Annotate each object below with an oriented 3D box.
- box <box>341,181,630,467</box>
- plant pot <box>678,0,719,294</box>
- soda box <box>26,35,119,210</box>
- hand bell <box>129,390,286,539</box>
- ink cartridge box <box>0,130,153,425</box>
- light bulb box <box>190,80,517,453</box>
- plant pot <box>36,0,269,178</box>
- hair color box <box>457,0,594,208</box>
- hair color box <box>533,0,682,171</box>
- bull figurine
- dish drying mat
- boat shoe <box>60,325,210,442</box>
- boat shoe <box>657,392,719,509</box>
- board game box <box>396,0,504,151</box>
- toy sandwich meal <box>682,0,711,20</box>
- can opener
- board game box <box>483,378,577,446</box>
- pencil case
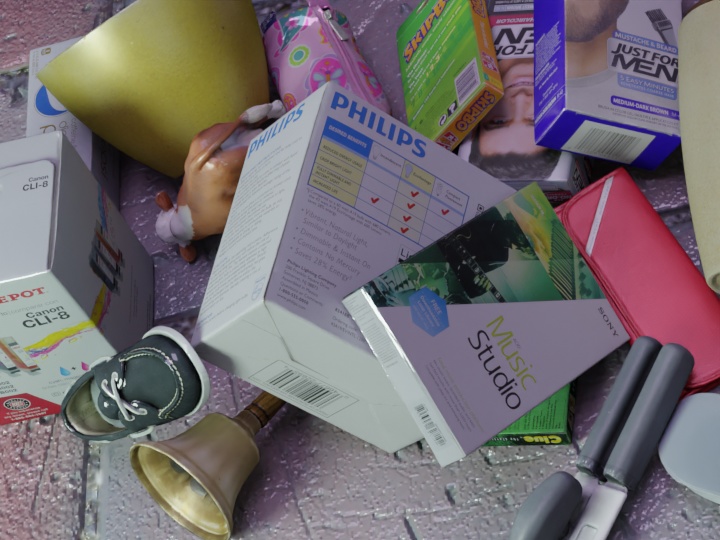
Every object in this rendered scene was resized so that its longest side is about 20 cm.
[{"bbox_3d":[0.097,0.037,1.551,0.200,0.144,0.036,-32,1,-39],"label":"box"},{"bbox_3d":[0.320,-0.079,1.577,0.187,0.187,0.200,3,72,24],"label":"plant pot"},{"bbox_3d":[-0.259,-0.115,1.888,0.068,0.064,0.200,-14,54,13],"label":"soda box"},{"bbox_3d":[-0.079,0.110,1.659,0.104,0.104,0.200,25,57,33],"label":"hand bell"},{"bbox_3d":[-0.274,0.008,1.720,0.145,0.200,0.145,-12,53,14],"label":"ink cartridge box"},{"bbox_3d":[0.000,0.000,1.601,0.125,0.198,0.200,-31,37,51],"label":"light bulb box"},{"bbox_3d":[-0.158,-0.166,1.812,0.200,0.200,0.142,-35,96,-4],"label":"plant pot"},{"bbox_3d":[0.147,-0.139,1.744,0.099,0.061,0.200,-1,58,21],"label":"hair color box"},{"bbox_3d":[0.201,-0.189,1.693,0.109,0.065,0.200,11,60,-17],"label":"hair color box"},{"bbox_3d":[-0.109,-0.077,1.749,0.121,0.200,0.065,-32,83,-18],"label":"bull figurine"},{"bbox_3d":[0.223,0.011,1.619,0.077,0.018,0.200,-30,59,-1],"label":"dish drying mat"},{"bbox_3d":[-0.176,0.096,1.613,0.060,0.200,0.076,-30,87,-28],"label":"boat shoe"},{"bbox_3d":[0.287,0.147,1.483,0.074,0.068,0.199,-56,30,-6],"label":"boat shoe"},{"bbox_3d":[0.073,-0.178,1.770,0.096,0.030,0.200,-47,31,29],"label":"board game box"},{"bbox_3d":[0.350,-0.239,1.682,0.205,0.070,0.205,-14,20,5],"label":"toy sandwich meal"},{"bbox_3d":[0.180,0.136,1.531,0.053,0.066,0.200,17,69,44],"label":"can opener"},{"bbox_3d":[0.124,0.047,1.648,0.105,0.023,0.200,-1,56,18],"label":"board game box"},{"bbox_3d":[-0.020,-0.146,1.799,0.087,0.087,0.200,-26,52,3],"label":"pencil case"}]
